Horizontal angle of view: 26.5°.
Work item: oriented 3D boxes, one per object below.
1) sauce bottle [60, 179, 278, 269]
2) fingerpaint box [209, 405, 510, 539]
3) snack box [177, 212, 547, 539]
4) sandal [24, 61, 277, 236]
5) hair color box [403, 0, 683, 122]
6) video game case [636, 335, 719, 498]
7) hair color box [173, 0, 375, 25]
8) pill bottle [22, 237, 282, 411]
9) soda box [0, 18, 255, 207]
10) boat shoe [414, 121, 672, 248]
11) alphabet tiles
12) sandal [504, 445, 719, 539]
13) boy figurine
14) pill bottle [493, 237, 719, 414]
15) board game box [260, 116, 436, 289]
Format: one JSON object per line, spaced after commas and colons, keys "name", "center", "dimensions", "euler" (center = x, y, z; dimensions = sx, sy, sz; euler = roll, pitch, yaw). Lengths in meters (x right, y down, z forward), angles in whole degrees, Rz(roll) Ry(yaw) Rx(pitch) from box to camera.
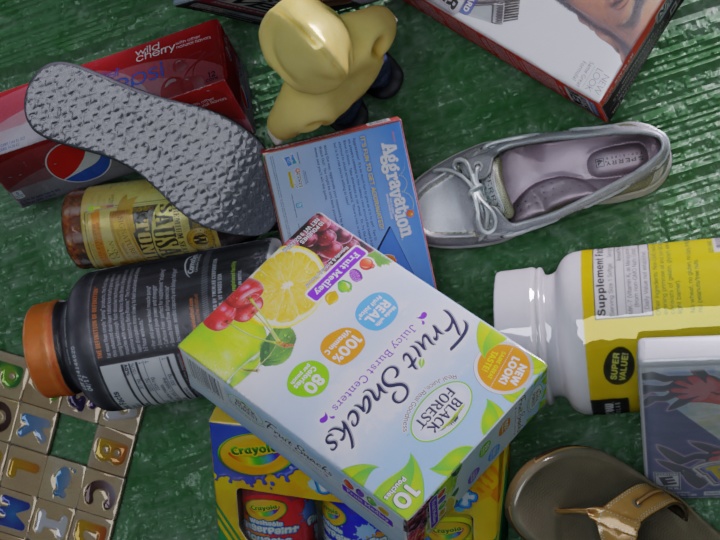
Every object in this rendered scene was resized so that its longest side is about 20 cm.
{"name": "sauce bottle", "center": [-0.123, -0.043, 1.147], "dimensions": [0.197, 0.066, 0.067], "euler": [-9, 84, 11]}
{"name": "fingerpaint box", "center": [0.002, 0.163, 1.064], "dimensions": [0.197, 0.074, 0.169], "euler": [5, 120, 11]}
{"name": "snack box", "center": [0.001, 0.067, 0.991], "dimensions": [0.199, 0.053, 0.142], "euler": [34, 65, 26]}
{"name": "sandal", "center": [-0.142, -0.093, 1.096], "dimensions": [0.199, 0.043, 0.077], "euler": [29, 93, -2]}
{"name": "hair color box", "center": [0.121, -0.208, 1.102], "dimensions": [0.199, 0.064, 0.112], "euler": [33, 92, 17]}
{"name": "video game case", "center": [0.284, 0.099, 1.005], "dimensions": [0.197, 0.183, 0.023], "euler": [-2, 54, 11]}
{"name": "hair color box", "center": [-0.033, -0.224, 1.079], "dimensions": [0.199, 0.098, 0.061], "euler": [-6, 83, 44]}
{"name": "pill bottle", "center": [-0.144, 0.044, 1.125], "dimensions": [0.197, 0.106, 0.108], "euler": [-10, 84, 10]}
{"name": "soda box", "center": [-0.183, -0.117, 1.154], "dimensions": [0.198, 0.070, 0.064], "euler": [-17, 55, 9]}
{"name": "boat shoe", "center": [0.124, -0.065, 1.099], "dimensions": [0.199, 0.065, 0.075], "euler": [-11, 84, 10]}
{"name": "alphabet tiles", "center": [-0.265, 0.171, 1.191], "dimensions": [0.165, 0.008, 0.202], "euler": [14, 88, 12]}
{"name": "sandal", "center": [0.192, 0.181, 1.040], "dimensions": [0.199, 0.054, 0.081], "euler": [30, 81, -11]}
{"name": "boy figurine", "center": [-0.025, -0.138, 1.067], "dimensions": [0.064, 0.200, 0.124], "euler": [45, 98, 10]}
{"name": "pill bottle", "center": [0.195, 0.040, 1.053], "dimensions": [0.197, 0.114, 0.116], "euler": [-5, 85, 11]}
{"name": "board game box", "center": [0.000, 0.000, 1.097], "dimensions": [0.102, 0.019, 0.202], "euler": [-13, 104, -4]}
